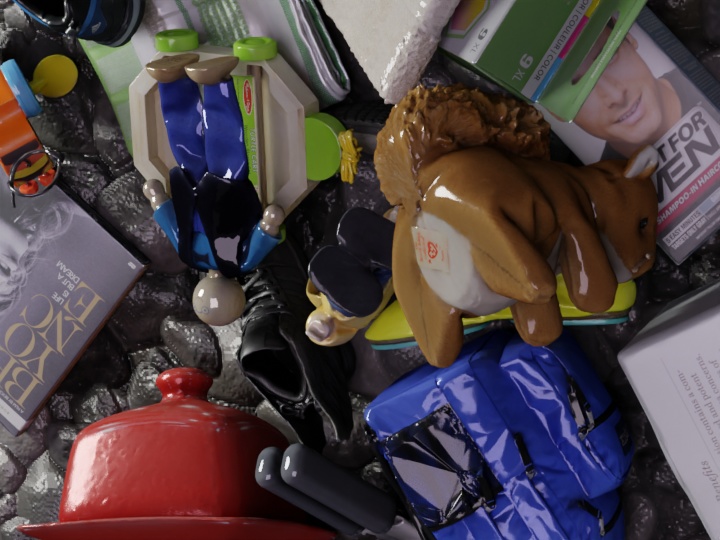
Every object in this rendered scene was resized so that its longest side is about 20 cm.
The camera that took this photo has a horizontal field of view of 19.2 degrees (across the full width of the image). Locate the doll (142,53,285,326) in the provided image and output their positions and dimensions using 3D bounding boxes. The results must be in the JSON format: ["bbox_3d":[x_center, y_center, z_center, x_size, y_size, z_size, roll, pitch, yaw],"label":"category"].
[{"bbox_3d":[-0.113,-0.056,1.561,0.136,0.048,0.200,7,112,39],"label":"doll"}]

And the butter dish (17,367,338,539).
[{"bbox_3d":[-0.136,0.149,1.645,0.199,0.200,0.148,-4,78,22],"label":"butter dish"}]

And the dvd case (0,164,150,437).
[{"bbox_3d":[-0.281,0.018,1.739,0.149,0.016,0.200,42,113,7],"label":"dvd case"}]

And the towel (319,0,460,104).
[{"bbox_3d":[0.028,-0.209,1.488,0.034,0.200,0.133,18,114,-25],"label":"towel"}]

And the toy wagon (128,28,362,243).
[{"bbox_3d":[-0.082,-0.097,1.582,0.200,0.040,0.156,9,113,27],"label":"toy wagon"}]

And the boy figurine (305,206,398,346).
[{"bbox_3d":[0.000,0.000,1.544,0.064,0.200,0.124,35,85,0],"label":"boy figurine"}]

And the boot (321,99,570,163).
[{"bbox_3d":[0.059,-0.050,1.570,0.200,0.068,0.131,12,112,20],"label":"boot"}]

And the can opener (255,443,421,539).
[{"bbox_3d":[-0.001,0.190,1.598,0.053,0.067,0.200,-12,142,38],"label":"can opener"}]

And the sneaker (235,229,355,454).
[{"bbox_3d":[-0.063,0.042,1.613,0.060,0.104,0.200,-34,89,25],"label":"sneaker"}]

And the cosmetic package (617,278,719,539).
[{"bbox_3d":[0.311,0.071,1.444,0.200,0.166,0.168,-26,92,23],"label":"cosmetic package"}]

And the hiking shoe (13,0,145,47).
[{"bbox_3d":[-0.250,-0.246,1.615,0.200,0.087,0.074,40,111,23],"label":"hiking shoe"}]

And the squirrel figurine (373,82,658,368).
[{"bbox_3d":[0.111,-0.053,1.426,0.200,0.186,0.142,60,144,15],"label":"squirrel figurine"}]

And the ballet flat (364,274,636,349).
[{"bbox_3d":[0.097,0.012,1.529,0.199,0.067,0.067,-7,100,15],"label":"ballet flat"}]

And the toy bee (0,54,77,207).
[{"bbox_3d":[-0.282,-0.107,1.663,0.131,0.109,0.200,-11,59,6],"label":"toy bee"}]

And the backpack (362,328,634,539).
[{"bbox_3d":[0.115,0.151,1.540,0.168,0.162,0.200,-27,91,21],"label":"backpack"}]

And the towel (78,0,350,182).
[{"bbox_3d":[-0.117,-0.162,1.616,0.200,0.031,0.149,-22,93,30],"label":"towel"}]

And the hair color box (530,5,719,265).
[{"bbox_3d":[0.196,-0.113,1.502,0.200,0.061,0.099,48,114,5],"label":"hair color box"}]

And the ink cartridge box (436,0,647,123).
[{"bbox_3d":[0.105,-0.179,1.439,0.059,0.200,0.104,31,95,-27],"label":"ink cartridge box"}]
